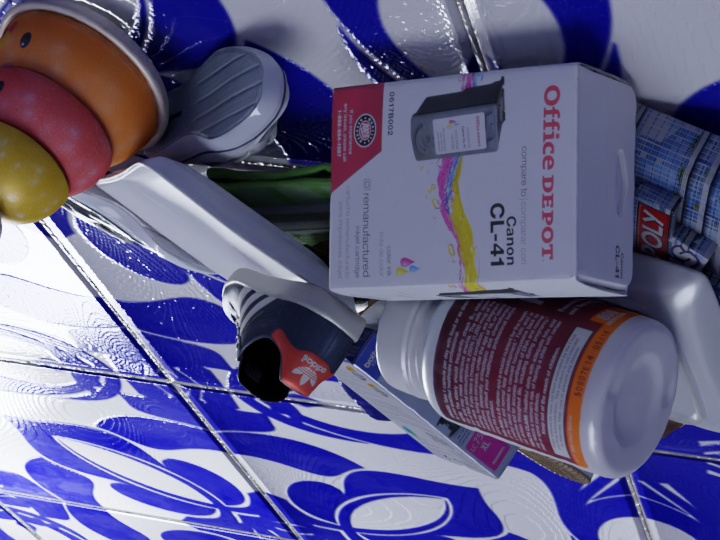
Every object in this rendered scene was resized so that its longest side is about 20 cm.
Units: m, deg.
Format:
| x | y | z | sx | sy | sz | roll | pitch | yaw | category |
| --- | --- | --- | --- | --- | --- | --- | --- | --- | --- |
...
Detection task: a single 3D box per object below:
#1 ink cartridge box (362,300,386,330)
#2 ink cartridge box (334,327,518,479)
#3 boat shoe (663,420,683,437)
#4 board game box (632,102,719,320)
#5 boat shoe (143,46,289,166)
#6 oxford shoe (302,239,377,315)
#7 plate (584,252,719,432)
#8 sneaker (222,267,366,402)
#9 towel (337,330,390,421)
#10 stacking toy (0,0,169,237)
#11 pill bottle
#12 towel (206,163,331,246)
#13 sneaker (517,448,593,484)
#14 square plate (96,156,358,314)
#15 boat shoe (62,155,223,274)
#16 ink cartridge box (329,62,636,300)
| x | y | z | sx | sy | sz | roll | pitch | yaw | category |
| --- | --- | --- | --- | --- | --- | --- | --- | --- | --- |
| 0.041 | 0.027 | 1.564 | 0.094 | 0.038 | 0.200 | 10 | 165 | -11 | ink cartridge box |
| 0.029 | 0.096 | 1.521 | 0.199 | 0.042 | 0.119 | 37 | 170 | -20 | ink cartridge box |
| 0.262 | 0.111 | 1.600 | 0.070 | 0.071 | 0.201 | 12 | 155 | 11 | boat shoe |
| 0.221 | -0.023 | 1.305 | 0.198 | 0.062 | 0.201 | 24 | 154 | 22 | board game box |
| -0.092 | -0.118 | 1.355 | 0.066 | 0.074 | 0.199 | 12 | 171 | -29 | boat shoe |
| 0.000 | 0.000 | 1.440 | 0.072 | 0.071 | 0.200 | 65 | 161 | -6 | oxford shoe |
| 0.188 | 0.048 | 1.367 | 0.198 | 0.032 | 0.201 | 17 | 151 | 36 | plate |
| -0.071 | 0.053 | 1.385 | 0.075 | 0.085 | 0.200 | 35 | 168 | -19 | sneaker |
| 0.057 | 0.095 | 1.680 | 0.146 | 0.050 | 0.200 | -3 | 163 | 11 | towel |
| -0.241 | -0.084 | 1.321 | 0.145 | 0.201 | 0.147 | 21 | 146 | 15 | stacking toy |
| 0.116 | 0.066 | 1.311 | 0.199 | 0.115 | 0.114 | 17 | 161 | 37 | pill bottle |
| -0.016 | -0.045 | 1.454 | 0.148 | 0.031 | 0.200 | -2 | 161 | 28 | towel |
| 0.151 | 0.093 | 1.579 | 0.199 | 0.113 | 0.071 | 36 | 164 | -37 | sneaker |
| -0.103 | -0.027 | 1.420 | 0.199 | 0.029 | 0.198 | 35 | 168 | -14 | square plate |
| -0.187 | -0.059 | 1.537 | 0.199 | 0.073 | 0.071 | 31 | 164 | -13 | boat shoe |
| 0.080 | -0.057 | 1.248 | 0.198 | 0.150 | 0.085 | -3 | 173 | 36 | ink cartridge box |
